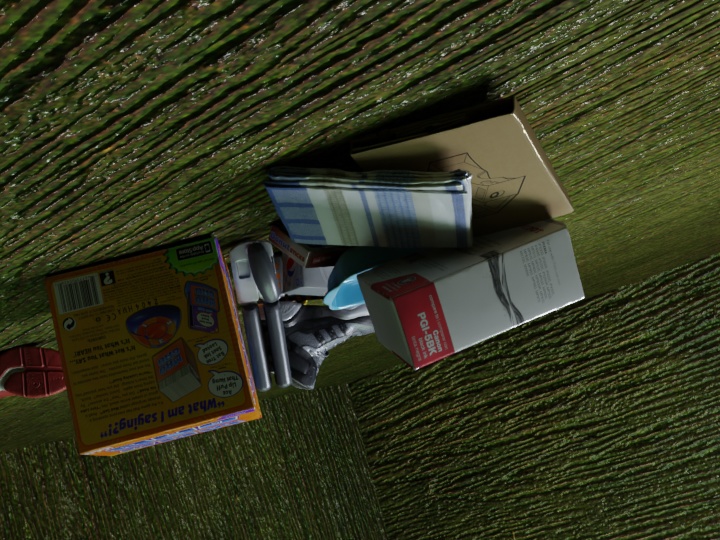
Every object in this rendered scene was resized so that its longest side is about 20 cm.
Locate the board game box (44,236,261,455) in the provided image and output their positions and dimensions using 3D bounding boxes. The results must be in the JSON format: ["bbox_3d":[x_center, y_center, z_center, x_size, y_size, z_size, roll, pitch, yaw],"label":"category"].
[{"bbox_3d":[-0.239,0.098,1.203,0.197,0.202,0.200,-13,170,-6],"label":"board game box"}]

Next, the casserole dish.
[{"bbox_3d":[0.043,-0.008,1.179,0.198,0.039,0.121,-15,161,-20],"label":"casserole dish"}]

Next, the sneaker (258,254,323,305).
[{"bbox_3d":[-0.072,0.010,1.382,0.197,0.079,0.112,1,171,-16],"label":"sneaker"}]

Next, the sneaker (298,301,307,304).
[{"bbox_3d":[-0.123,0.065,1.580,0.089,0.071,0.200,-12,168,2],"label":"sneaker"}]

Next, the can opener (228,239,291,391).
[{"bbox_3d":[-0.119,0.060,1.227,0.053,0.203,0.067,-10,-160,-6],"label":"can opener"}]

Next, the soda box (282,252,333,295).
[{"bbox_3d":[0.000,0.000,1.309,0.198,0.064,0.068,4,170,-26],"label":"soda box"}]

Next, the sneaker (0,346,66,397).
[{"bbox_3d":[-0.512,0.153,1.520,0.197,0.080,0.116,-3,179,1],"label":"sneaker"}]

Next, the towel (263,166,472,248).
[{"bbox_3d":[0.014,-0.060,0.992,0.197,0.024,0.147,2,157,10],"label":"towel"}]

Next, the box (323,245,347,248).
[{"bbox_3d":[0.070,-0.081,1.132,0.199,0.052,0.157,-24,168,39],"label":"box"}]

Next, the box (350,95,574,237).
[{"bbox_3d":[0.104,-0.090,0.980,0.162,0.022,0.200,-12,151,22],"label":"box"}]

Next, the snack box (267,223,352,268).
[{"bbox_3d":[-0.016,-0.033,1.219,0.199,0.072,0.025,-5,122,-47],"label":"snack box"}]

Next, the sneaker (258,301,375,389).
[{"bbox_3d":[-0.049,0.101,1.341,0.197,0.115,0.075,0,170,-12],"label":"sneaker"}]

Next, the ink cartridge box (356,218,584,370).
[{"bbox_3d":[0.113,0.017,1.060,0.198,0.084,0.147,-21,-167,-10],"label":"ink cartridge box"}]
